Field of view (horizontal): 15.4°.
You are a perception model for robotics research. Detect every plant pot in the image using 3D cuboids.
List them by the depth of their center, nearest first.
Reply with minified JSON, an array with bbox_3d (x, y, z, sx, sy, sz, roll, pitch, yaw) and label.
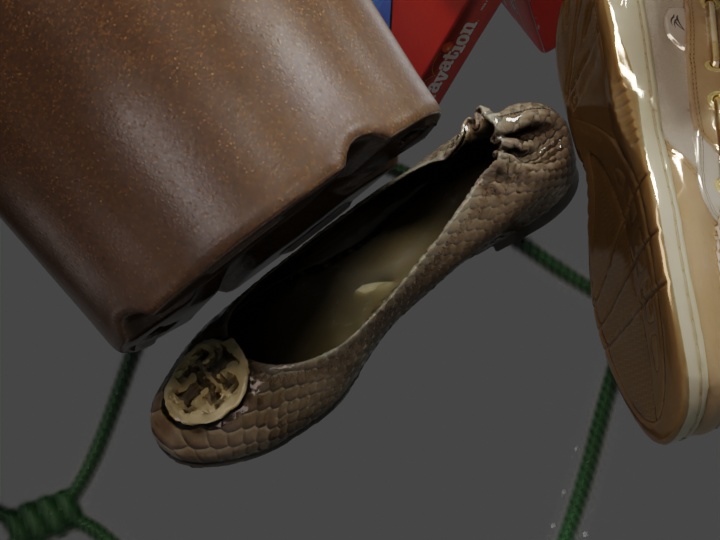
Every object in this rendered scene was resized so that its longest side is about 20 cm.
[{"bbox_3d":[-0.086,-0.091,0.980,0.200,0.200,0.198,-36,86,-10],"label":"plant pot"}]

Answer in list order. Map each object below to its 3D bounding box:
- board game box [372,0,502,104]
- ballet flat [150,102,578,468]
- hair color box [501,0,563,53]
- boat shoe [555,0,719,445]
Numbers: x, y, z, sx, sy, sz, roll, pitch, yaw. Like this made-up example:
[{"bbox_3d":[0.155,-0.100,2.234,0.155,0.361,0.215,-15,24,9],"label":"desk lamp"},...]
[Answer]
[{"bbox_3d":[-0.005,-0.155,1.095,0.103,0.019,0.200,-58,47,28],"label":"board game box"},{"bbox_3d":[0.000,0.000,1.006,0.200,0.046,0.067,-36,53,-10],"label":"ballet flat"},{"bbox_3d":[0.069,-0.195,1.116,0.111,0.064,0.200,-30,54,-4],"label":"hair color box"},{"bbox_3d":[0.122,-0.030,0.977,0.069,0.074,0.200,2,61,-15],"label":"boat shoe"}]
